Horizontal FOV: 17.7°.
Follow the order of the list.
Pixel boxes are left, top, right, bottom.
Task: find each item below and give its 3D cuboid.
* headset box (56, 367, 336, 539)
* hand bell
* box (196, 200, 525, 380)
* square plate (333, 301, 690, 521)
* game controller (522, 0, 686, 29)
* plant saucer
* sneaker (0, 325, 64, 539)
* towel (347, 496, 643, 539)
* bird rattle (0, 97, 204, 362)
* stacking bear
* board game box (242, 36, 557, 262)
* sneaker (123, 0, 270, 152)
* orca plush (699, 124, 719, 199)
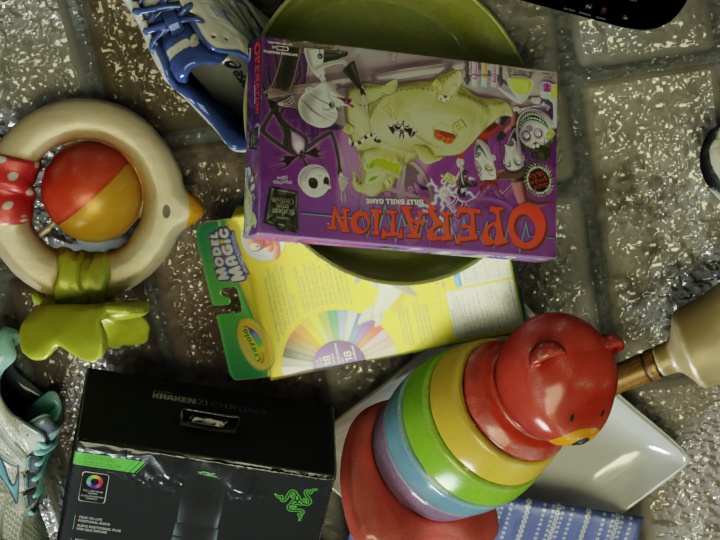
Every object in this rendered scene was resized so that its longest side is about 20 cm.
[{"bbox_3d":[-0.115,0.172,1.565,0.174,0.093,0.200,10,118,-7],"label":"headset box"},{"bbox_3d":[0.185,0.063,1.529,0.200,0.104,0.104,-22,118,15],"label":"hand bell"},{"bbox_3d":[0.000,0.000,1.512,0.199,0.048,0.118,-11,104,5],"label":"box"},{"bbox_3d":[0.091,0.124,1.609,0.200,0.028,0.198,-40,113,22],"label":"square plate"},{"bbox_3d":[0.111,-0.209,1.403,0.199,0.042,0.105,14,119,-7],"label":"game controller"},{"bbox_3d":[0.016,-0.089,1.424,0.199,0.031,0.201,4,81,-24],"label":"plant saucer"},{"bbox_3d":[-0.240,0.126,1.589,0.086,0.078,0.200,-15,119,6],"label":"sneaker"},{"bbox_3d":[0.085,0.215,1.635,0.199,0.024,0.145,10,117,-8],"label":"towel"},{"bbox_3d":[-0.195,-0.039,1.492,0.163,0.113,0.200,-40,87,-1],"label":"bird rattle"},{"bbox_3d":[0.086,0.095,1.475,0.121,0.114,0.200,2,152,-38],"label":"stacking bear"},{"bbox_3d":[0.027,-0.071,1.396,0.199,0.032,0.120,4,86,-25],"label":"board game box"},{"bbox_3d":[-0.105,-0.160,1.410,0.075,0.088,0.200,-33,114,20],"label":"sneaker"},{"bbox_3d":[0.304,-0.036,1.506,0.199,0.071,0.106,12,76,-11],"label":"orca plush"}]
